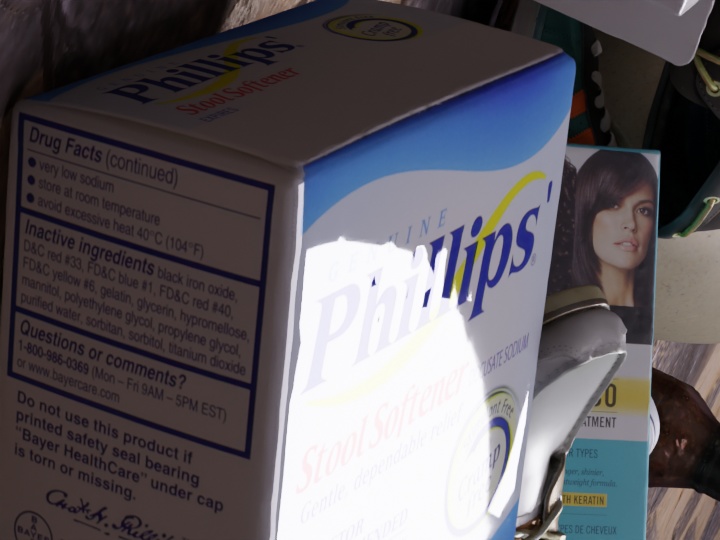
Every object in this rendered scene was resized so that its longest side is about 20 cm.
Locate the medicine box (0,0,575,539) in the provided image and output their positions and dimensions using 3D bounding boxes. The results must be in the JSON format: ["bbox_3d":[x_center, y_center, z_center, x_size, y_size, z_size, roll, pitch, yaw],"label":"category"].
[{"bbox_3d":[-0.024,0.030,0.832,0.182,0.102,0.201,-28,129,-56],"label":"medicine box"}]

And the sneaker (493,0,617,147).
[{"bbox_3d":[0.090,-0.050,1.178,0.071,0.079,0.201,-126,-134,-83],"label":"sneaker"}]

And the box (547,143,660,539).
[{"bbox_3d":[0.080,0.047,1.107,0.049,0.082,0.202,174,-81,-72],"label":"box"}]

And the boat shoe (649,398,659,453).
[{"bbox_3d":[0.043,0.108,1.157,0.067,0.199,0.074,-104,171,-61],"label":"boat shoe"}]

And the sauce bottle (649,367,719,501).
[{"bbox_3d":[0.136,0.077,1.393,0.066,0.199,0.066,-56,165,-23],"label":"sauce bottle"}]

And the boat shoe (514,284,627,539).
[{"bbox_3d":[0.046,0.083,0.963,0.074,0.069,0.200,-11,151,-36],"label":"boat shoe"}]

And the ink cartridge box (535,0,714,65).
[{"bbox_3d":[0.103,-0.180,1.006,0.068,0.115,0.201,-39,151,-58],"label":"ink cartridge box"}]

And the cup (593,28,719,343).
[{"bbox_3d":[0.141,-0.049,1.269,0.143,0.200,0.201,-17,134,-47],"label":"cup"}]

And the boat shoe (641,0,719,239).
[{"bbox_3d":[0.160,-0.083,1.101,0.060,0.072,0.202,-20,145,-18],"label":"boat shoe"}]
